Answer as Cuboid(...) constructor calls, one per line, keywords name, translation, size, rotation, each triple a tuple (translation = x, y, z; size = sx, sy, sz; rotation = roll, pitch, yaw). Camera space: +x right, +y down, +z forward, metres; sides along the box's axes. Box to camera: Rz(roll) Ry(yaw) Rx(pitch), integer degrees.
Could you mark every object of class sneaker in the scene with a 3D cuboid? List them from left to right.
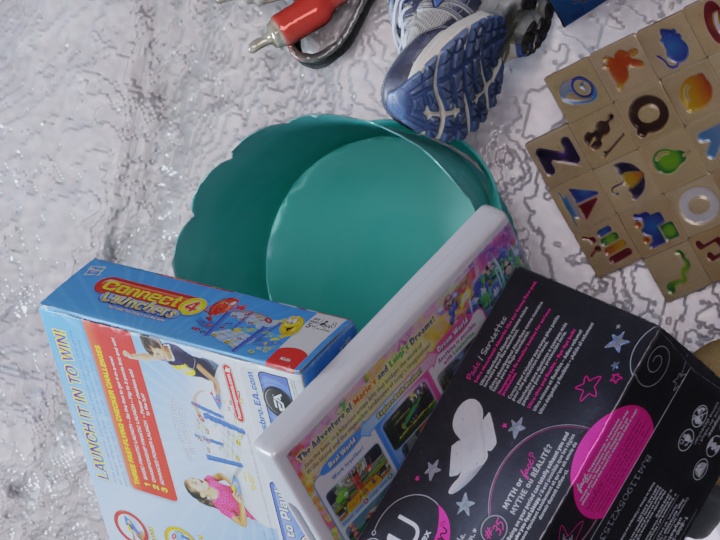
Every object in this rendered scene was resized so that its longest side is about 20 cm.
Cuboid(name="sneaker", translation=(0.050, -0.142, 1.547), size=(0.085, 0.200, 0.077), rotation=(15, 122, 21))

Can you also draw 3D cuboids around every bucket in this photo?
Cuboid(name="bucket", translation=(0.000, 0.000, 1.547), size=(0.206, 0.135, 0.208), rotation=(1, 93, 16))

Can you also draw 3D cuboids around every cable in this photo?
Cuboid(name="cable", translation=(0.006, -0.200, 1.609), size=(0.200, 0.050, 0.097), rotation=(-25, 85, 8))

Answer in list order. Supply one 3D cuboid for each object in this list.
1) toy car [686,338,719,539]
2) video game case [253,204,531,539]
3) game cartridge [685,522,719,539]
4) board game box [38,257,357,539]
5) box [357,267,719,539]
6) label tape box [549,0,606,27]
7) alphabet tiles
Cuboid(name="toy car", translation=(0.245, 0.078, 1.507), size=(0.200, 0.158, 0.165), rotation=(-37, 79, 33))
Cuboid(name="video game case", translation=(0.042, 0.091, 1.435), size=(0.024, 0.182, 0.200), rotation=(24, 62, 43))
Cuboid(name="game cartridge", translation=(0.259, 0.140, 1.565), size=(0.133, 0.040, 0.201), rotation=(-21, 85, 11))
Cuboid(name="board game box", translation=(-0.079, 0.104, 1.485), size=(0.195, 0.056, 0.200), rotation=(14, 131, 34))
Cuboid(name="box", translation=(0.108, 0.122, 1.412), size=(0.115, 0.132, 0.200), rotation=(26, 82, 42))
Cuboid(name="label tape box", translation=(0.192, -0.234, 1.534), size=(0.200, 0.144, 0.063), rotation=(-29, 84, 6))
Cuboid(name="alphabet tiles", translation=(0.209, -0.076, 1.550), size=(0.200, 0.006, 0.167), rotation=(-25, 102, 26))
